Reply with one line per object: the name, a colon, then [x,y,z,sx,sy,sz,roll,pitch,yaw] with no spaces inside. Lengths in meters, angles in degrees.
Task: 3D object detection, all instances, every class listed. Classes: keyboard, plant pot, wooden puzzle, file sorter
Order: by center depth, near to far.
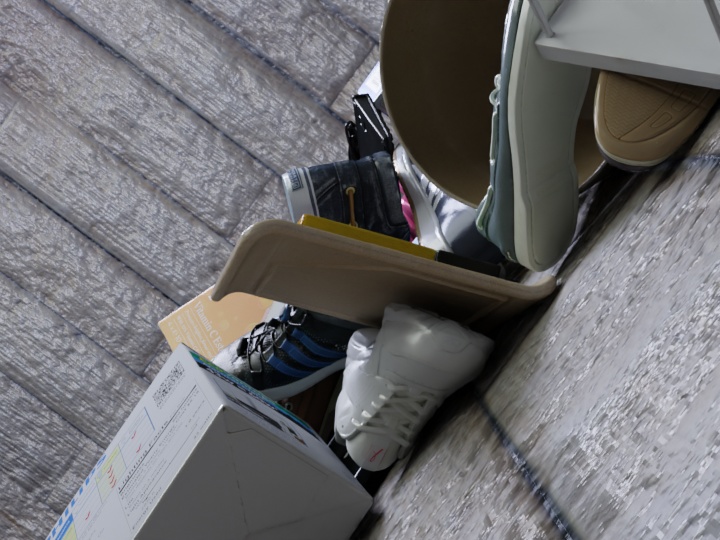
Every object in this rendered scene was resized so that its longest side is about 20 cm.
file sorter: [0.182,-0.221,0.834,0.138,0.125,0.200,18,65,43]
wooden puzzle: [0.009,0.006,0.991,0.185,0.199,0.037,134,145,-73]
plant pot: [0.131,-0.148,1.053,0.134,0.200,0.201,-16,-30,-53]
keyboard: [0.016,-0.071,1.340,0.020,0.127,0.201,-20,-46,-12]

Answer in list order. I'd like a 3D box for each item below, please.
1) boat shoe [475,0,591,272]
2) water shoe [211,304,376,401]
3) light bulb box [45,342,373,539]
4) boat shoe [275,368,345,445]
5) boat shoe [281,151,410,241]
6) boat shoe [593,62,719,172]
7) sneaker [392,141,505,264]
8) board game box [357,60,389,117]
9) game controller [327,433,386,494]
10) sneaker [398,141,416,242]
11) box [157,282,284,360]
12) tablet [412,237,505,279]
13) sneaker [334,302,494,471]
boat shoe: [0.099,-0.096,0.945,0.073,0.062,0.201,-27,-52,-35]
water shoe: [-0.036,0.038,1.134,0.199,0.079,0.072,-18,39,16]
light bulb box: [-0.115,0.178,1.036,0.199,0.125,0.200,-55,17,0]
boat shoe: [-0.052,0.143,1.187,0.201,0.068,0.072,-64,-20,-10]
boat shoe: [0.000,0.000,1.223,0.071,0.090,0.201,-108,6,-54]
boat shoe: [0.189,-0.133,0.902,0.065,0.072,0.201,83,-154,-59]
sneaker: [0.092,-0.069,1.178,0.108,0.070,0.200,-37,30,15]
board game box: [0.130,-0.187,1.363,0.200,0.199,0.043,-53,33,8]
game controller: [0.008,0.130,1.119,0.104,0.042,0.200,-25,26,55]
sneaker: [0.086,-0.069,1.358,0.095,0.079,0.201,-20,-38,-21]
box: [-0.064,0.058,1.391,0.199,0.125,0.098,-34,-38,-1]
tablet: [0.041,0.043,1.247,0.200,0.014,0.130,-54,32,21]
sneaker: [0.029,0.084,0.994,0.200,0.078,0.100,130,160,-73]
